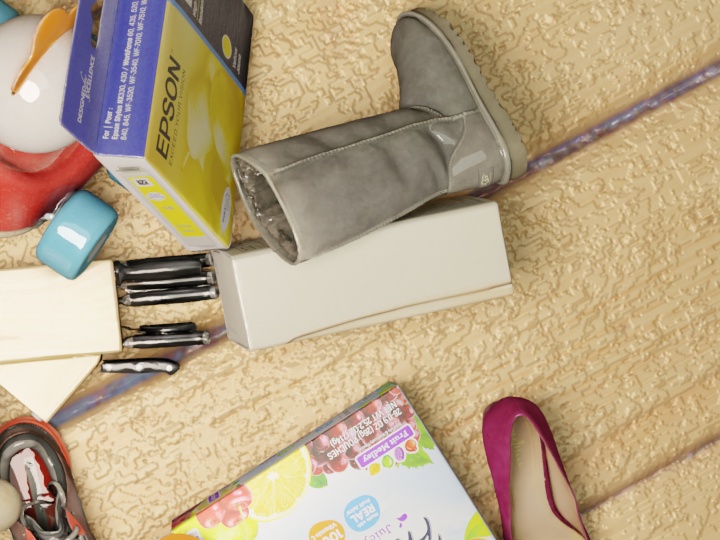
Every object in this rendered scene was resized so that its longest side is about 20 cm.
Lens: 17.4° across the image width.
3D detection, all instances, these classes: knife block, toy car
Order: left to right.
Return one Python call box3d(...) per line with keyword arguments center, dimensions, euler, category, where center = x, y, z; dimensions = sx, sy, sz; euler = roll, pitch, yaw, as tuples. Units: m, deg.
box3d(center=(-0.219, -0.130, 1.641), dimensions=(0.184, 0.200, 0.177), euler=(36, 57, 1), category="toy car")
box3d(center=(-0.210, 0.016, 1.731), dimensions=(0.200, 0.064, 0.176), euler=(40, 86, -3), category="knife block")

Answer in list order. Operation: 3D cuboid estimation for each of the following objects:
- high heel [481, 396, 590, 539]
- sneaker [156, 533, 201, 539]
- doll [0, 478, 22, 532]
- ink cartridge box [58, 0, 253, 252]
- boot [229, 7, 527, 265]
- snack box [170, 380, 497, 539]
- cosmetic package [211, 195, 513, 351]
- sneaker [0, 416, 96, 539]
box3d(center=(0.136, 0.190, 1.743), dimensions=(0.067, 0.096, 0.200), euler=(-25, 92, -5), category="high heel")
box3d(center=(-0.118, 0.286, 1.702), dimensions=(0.076, 0.092, 0.200), euler=(-24, 94, -40), category="sneaker")
box3d(center=(-0.312, 0.109, 1.699), dimensions=(0.200, 0.136, 0.048), euler=(47, 43, 14), category="doll")
box3d(center=(-0.136, -0.143, 1.644), dimensions=(0.047, 0.200, 0.198), euler=(-3, 65, 19), category="ink cartridge box")
box3d(center=(-0.002, -0.098, 1.694), dimensions=(0.200, 0.073, 0.182), euler=(-21, 53, -17), category="boot")
box3d(center=(-0.014, 0.205, 1.745), dimensions=(0.200, 0.068, 0.169), euler=(-32, 93, -3), category="snack box")
box3d(center=(0.000, 0.000, 1.717), dimensions=(0.200, 0.104, 0.073), euler=(-13, 97, -10), category="cosmetic package")
box3d(center=(-0.224, 0.206, 1.718), dimensions=(0.077, 0.082, 0.200), euler=(-25, 92, -5), category="sneaker")
